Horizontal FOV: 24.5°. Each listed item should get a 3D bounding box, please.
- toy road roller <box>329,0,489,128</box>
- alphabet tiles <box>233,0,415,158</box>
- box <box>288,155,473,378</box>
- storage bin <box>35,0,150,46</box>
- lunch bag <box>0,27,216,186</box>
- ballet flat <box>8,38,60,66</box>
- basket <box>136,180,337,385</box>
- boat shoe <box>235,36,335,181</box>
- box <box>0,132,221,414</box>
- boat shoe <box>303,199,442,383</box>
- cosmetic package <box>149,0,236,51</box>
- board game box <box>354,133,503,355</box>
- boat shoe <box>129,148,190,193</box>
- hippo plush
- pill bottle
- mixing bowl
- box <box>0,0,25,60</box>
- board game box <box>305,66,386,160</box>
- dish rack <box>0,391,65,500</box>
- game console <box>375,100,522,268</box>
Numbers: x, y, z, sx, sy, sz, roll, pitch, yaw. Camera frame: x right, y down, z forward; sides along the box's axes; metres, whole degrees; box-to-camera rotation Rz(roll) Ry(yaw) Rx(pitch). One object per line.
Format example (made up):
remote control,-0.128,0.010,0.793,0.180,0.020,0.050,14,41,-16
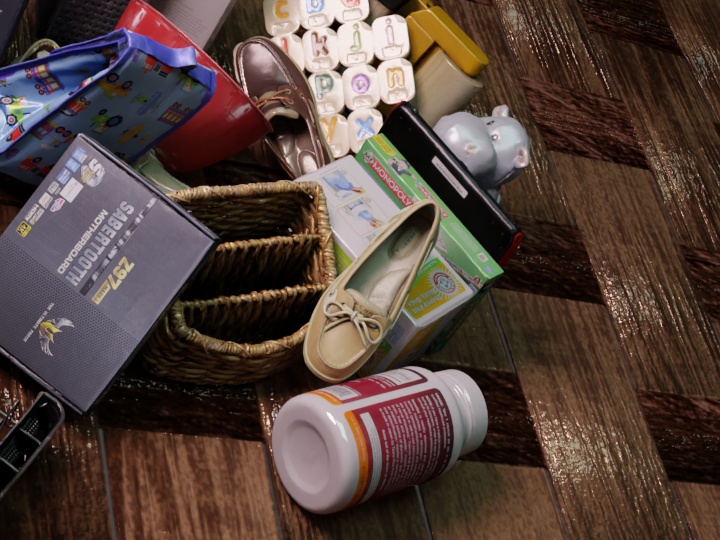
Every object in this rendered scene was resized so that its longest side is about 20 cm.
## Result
toy road roller,0.056,-0.261,1.918,0.200,0.123,0.146,47,21,4
alphabet tiles,-0.040,-0.219,1.843,0.015,0.199,0.197,20,61,-79
box,0.000,0.000,1.706,0.200,0.113,0.101,48,43,13
storage bin,-0.273,-0.342,1.776,0.093,0.200,0.136,11,46,-25
lunch bag,-0.235,-0.155,1.529,0.150,0.199,0.094,23,48,-62
ballet flat,-0.335,-0.172,1.651,0.067,0.062,0.200,33,28,-23
basket,-0.115,0.015,1.586,0.199,0.149,0.143,-5,54,-39
boat shoe,-0.084,-0.169,1.803,0.072,0.072,0.201,25,42,-79
box,-0.245,0.003,1.482,0.158,0.200,0.051,38,1,2
boat shoe,0.014,0.017,1.588,0.073,0.063,0.201,37,68,2
cosmetic package,-0.170,-0.319,1.826,0.081,0.200,0.113,30,40,-6
board game box,0.048,-0.027,1.750,0.029,0.135,0.200,-23,67,-45
boat shoe,-0.234,-0.104,1.635,0.199,0.062,0.072,27,15,18
hippo plush,0.129,-0.088,1.843,0.199,0.161,0.160,9,47,-28
pill bottle,0.024,0.155,1.575,0.199,0.113,0.113,-11,58,-41
mixing bowl,-0.199,-0.174,1.706,0.200,0.200,0.108,42,85,8
box,-0.383,-0.273,1.635,0.107,0.200,0.149,25,41,-13
board game box,-0.002,-0.193,1.941,0.200,0.046,0.152,-15,61,-42
dish rack,-0.367,0.120,1.383,0.200,0.055,0.154,35,39,-1
game console,0.070,-0.056,1.760,0.031,0.177,0.200,-25,68,-44
